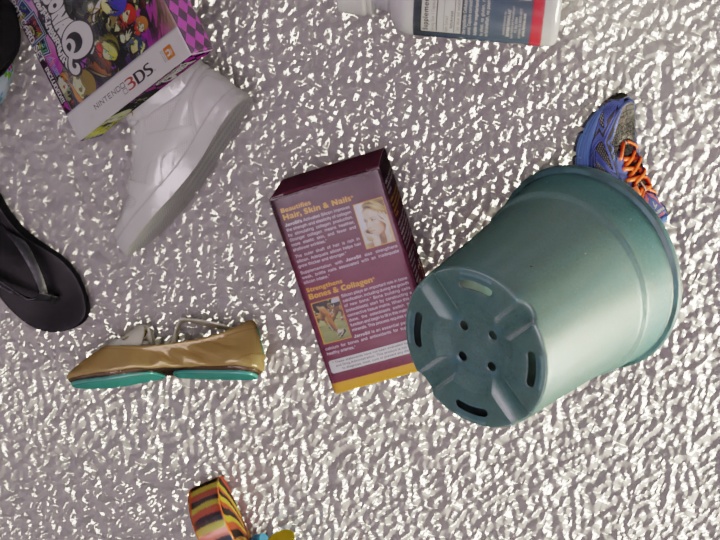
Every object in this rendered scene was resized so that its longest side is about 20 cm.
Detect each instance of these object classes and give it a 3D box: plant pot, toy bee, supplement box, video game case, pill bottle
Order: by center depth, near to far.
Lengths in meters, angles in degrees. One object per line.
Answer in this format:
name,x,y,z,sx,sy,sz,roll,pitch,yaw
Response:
plant pot,0.153,0.032,1.506,0.199,0.196,0.202,18,121,32
pill bottle,0.081,-0.267,1.510,0.198,0.120,0.121,6,106,4
video game case,-0.239,-0.244,1.531,0.181,0.036,0.201,-28,88,41
supplement box,0.000,0.000,1.609,0.109,0.086,0.202,-16,104,10
toy bee,-0.112,0.308,1.696,0.200,0.109,0.131,43,103,-7

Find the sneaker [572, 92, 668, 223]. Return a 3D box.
sneaker,0.248,-0.066,1.562,0.078,0.075,0.202,11,119,39

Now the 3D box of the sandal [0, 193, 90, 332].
sandal,-0.347,-0.015,1.662,0.076,0.043,0.200,-39,98,14

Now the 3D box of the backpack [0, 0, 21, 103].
backpack,-0.408,-0.159,1.568,0.199,0.163,0.155,-23,109,30

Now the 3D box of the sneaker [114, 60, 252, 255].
sneaker,-0.199,-0.121,1.612,0.115,0.074,0.201,40,109,8

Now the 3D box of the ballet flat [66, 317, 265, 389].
ballet flat,-0.191,0.081,1.673,0.198,0.069,0.064,-3,77,4
